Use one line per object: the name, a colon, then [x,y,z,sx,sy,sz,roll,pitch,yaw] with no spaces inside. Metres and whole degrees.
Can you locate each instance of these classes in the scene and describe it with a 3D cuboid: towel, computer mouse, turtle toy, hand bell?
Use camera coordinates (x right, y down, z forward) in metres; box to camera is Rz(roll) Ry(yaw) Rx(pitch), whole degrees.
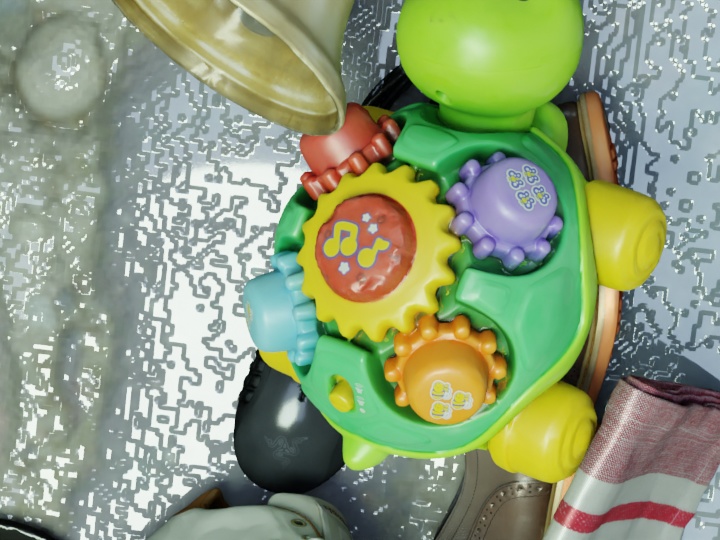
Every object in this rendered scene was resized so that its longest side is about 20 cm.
towel: [0.087,0.135,0.784,0.023,0.144,0.200,27,97,25]
computer mouse: [0.000,0.000,0.829,0.059,0.034,0.200,21,95,2]
turtle toy: [0.030,-0.021,0.745,0.146,0.101,0.200,20,89,30]
hand bell: [0.005,-0.158,0.724,0.104,0.104,0.200,35,77,0]

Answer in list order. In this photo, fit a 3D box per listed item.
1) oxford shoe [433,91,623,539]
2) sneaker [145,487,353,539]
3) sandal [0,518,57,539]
oxford shoe: [0.066,0.027,0.810,0.073,0.071,0.200,6,96,7]
sneaker: [-0.019,0.125,0.772,0.085,0.200,0.073,-49,127,-21]
sandal: [-0.115,0.175,0.845,0.200,0.045,0.075,40,97,-1]
